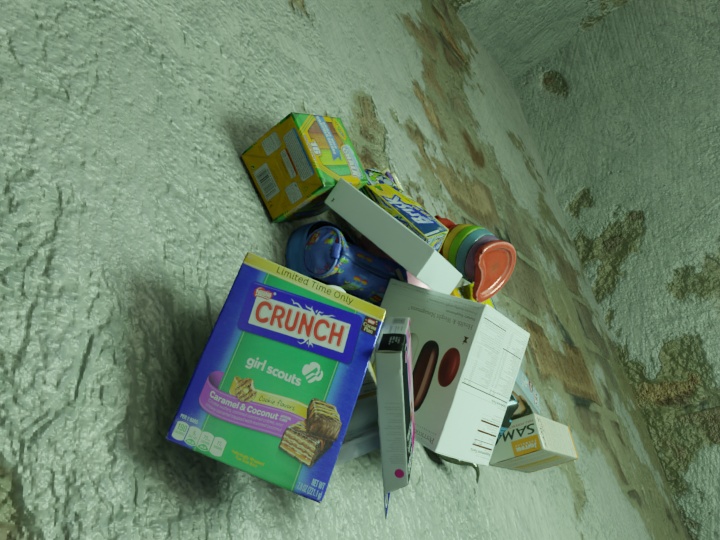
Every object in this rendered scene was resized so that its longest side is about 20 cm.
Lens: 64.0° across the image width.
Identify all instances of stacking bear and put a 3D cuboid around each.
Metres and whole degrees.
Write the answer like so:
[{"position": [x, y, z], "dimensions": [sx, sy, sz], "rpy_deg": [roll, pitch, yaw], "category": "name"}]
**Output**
[{"position": [0.208, -0.045, 1.176], "dimensions": [0.111, 0.199, 0.125], "rpy_deg": [-22, 127, -28], "category": "stacking bear"}]

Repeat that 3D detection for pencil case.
[{"position": [0.000, 0.000, 0.902], "dimensions": [0.198, 0.085, 0.081], "rpy_deg": [26, 66, -46], "category": "pencil case"}]

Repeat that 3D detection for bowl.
[{"position": [-0.041, 0.011, 0.952], "dimensions": [0.199, 0.039, 0.205], "rpy_deg": [38, 37, -36], "category": "bowl"}]

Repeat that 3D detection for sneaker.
[{"position": [0.237, 0.290, 1.046], "dimensions": [0.202, 0.080, 0.074], "rpy_deg": [90, -23, -55], "category": "sneaker"}]

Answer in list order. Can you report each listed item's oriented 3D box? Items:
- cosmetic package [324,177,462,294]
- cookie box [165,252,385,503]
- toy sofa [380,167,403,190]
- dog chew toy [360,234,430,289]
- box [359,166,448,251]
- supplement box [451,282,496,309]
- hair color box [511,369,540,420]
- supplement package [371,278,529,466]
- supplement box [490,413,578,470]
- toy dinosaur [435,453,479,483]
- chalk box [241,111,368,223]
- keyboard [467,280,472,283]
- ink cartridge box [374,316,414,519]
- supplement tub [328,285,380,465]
[{"position": [0.053, -0.048, 0.886], "dimensions": [0.199, 0.052, 0.150], "rpy_deg": [41, 7, 28], "category": "cosmetic package"}, {"position": [-0.082, 0.111, 0.610], "dimensions": [0.167, 0.075, 0.205], "rpy_deg": [21, 71, 0], "category": "cookie box"}, {"position": [0.070, -0.093, 1.139], "dimensions": [0.203, 0.082, 0.098], "rpy_deg": [59, -1, -8], "category": "toy sofa"}, {"position": [0.063, -0.006, 1.059], "dimensions": [0.123, 0.124, 0.204], "rpy_deg": [8, 51, -55], "category": "dog chew toy"}, {"position": [0.059, -0.099, 1.021], "dimensions": [0.069, 0.065, 0.200], "rpy_deg": [-18, 52, -42], "category": "box"}, {"position": [0.207, 0.100, 1.207], "dimensions": [0.198, 0.108, 0.112], "rpy_deg": [-9, 73, -59], "category": "supplement box"}, {"position": [0.299, 0.242, 1.248], "dimensions": [0.201, 0.098, 0.061], "rpy_deg": [51, 31, -19], "category": "hair color box"}, {"position": [0.114, 0.147, 0.861], "dimensions": [0.146, 0.188, 0.206], "rpy_deg": [28, 80, -43], "category": "supplement package"}, {"position": [0.362, 0.368, 1.220], "dimensions": [0.198, 0.124, 0.076], "rpy_deg": [28, 43, -46], "category": "supplement box"}, {"position": [0.143, 0.282, 1.013], "dimensions": [0.101, 0.076, 0.206], "rpy_deg": [-9, 79, -47], "category": "toy dinosaur"}, {"position": [-0.076, -0.171, 0.959], "dimensions": [0.127, 0.122, 0.199], "rpy_deg": [63, 29, 2], "category": "chalk box"}, {"position": [0.165, -0.032, 1.258], "dimensions": [0.197, 0.021, 0.127], "rpy_deg": [33, 26, 2], "category": "keyboard"}, {"position": [0.041, 0.165, 0.656], "dimensions": [0.095, 0.036, 0.207], "rpy_deg": [-61, 151, -71], "category": "ink cartridge box"}, {"position": [-0.054, 0.137, 0.722], "dimensions": [0.143, 0.142, 0.205], "rpy_deg": [3, 64, -56], "category": "supplement tub"}]
